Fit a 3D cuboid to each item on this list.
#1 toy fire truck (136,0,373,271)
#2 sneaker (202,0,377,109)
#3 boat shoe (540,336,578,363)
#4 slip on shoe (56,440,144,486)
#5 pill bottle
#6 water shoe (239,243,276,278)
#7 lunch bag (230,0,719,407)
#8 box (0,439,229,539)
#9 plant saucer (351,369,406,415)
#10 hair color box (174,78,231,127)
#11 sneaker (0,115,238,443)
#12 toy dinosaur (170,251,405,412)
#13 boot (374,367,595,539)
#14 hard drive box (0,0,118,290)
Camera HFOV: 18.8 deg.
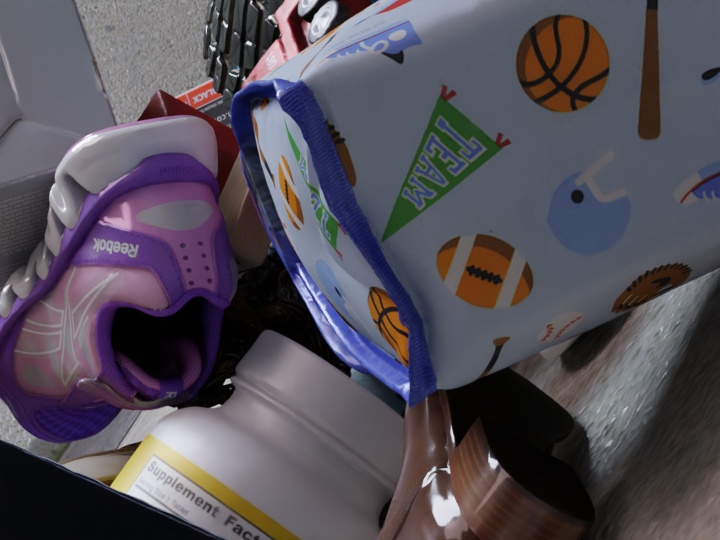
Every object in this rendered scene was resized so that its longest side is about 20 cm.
[{"bbox_3d":[-0.034,-0.050,0.914,0.141,0.049,0.200,-51,28,19],"label":"toy fire truck"},{"bbox_3d":[0.004,-0.097,1.018,0.090,0.200,0.079,-9,-58,-44],"label":"sneaker"},{"bbox_3d":[0.084,-0.034,0.892,0.076,0.060,0.200,-50,8,28],"label":"boat shoe"},{"bbox_3d":[-0.088,0.102,0.946,0.200,0.076,0.061,-15,22,-36],"label":"slip on shoe"},{"bbox_3d":[-0.061,0.128,0.859,0.200,0.112,0.112,-54,7,-8],"label":"pill bottle"},{"bbox_3d":[-0.003,-0.009,1.076,0.079,0.199,0.072,73,-173,-51],"label":"water shoe"},{"bbox_3d":[0.054,-0.043,0.694,0.170,0.124,0.200,-23,10,-9],"label":"lunch bag"},{"bbox_3d":[-0.111,0.195,0.626,0.197,0.124,0.200,-48,27,28],"label":"box"},{"bbox_3d":[-0.004,0.051,1.153,0.201,0.039,0.201,-53,7,10],"label":"plant saucer"},{"bbox_3d":[-0.018,-0.053,1.153,0.101,0.061,0.200,-24,-20,9],"label":"hair color box"},{"bbox_3d":[-0.100,0.027,0.902,0.080,0.089,0.200,-12,-28,-30],"label":"sneaker"},{"bbox_3d":[0.000,0.000,0.971,0.200,0.102,0.136,-53,27,-7],"label":"toy dinosaur"},{"bbox_3d":[-0.005,0.124,0.741,0.200,0.064,0.186,-57,8,12],"label":"boot"},{"bbox_3d":[-0.151,-0.052,0.989,0.077,0.156,0.200,-17,-28,-8],"label":"hard drive box"}]
